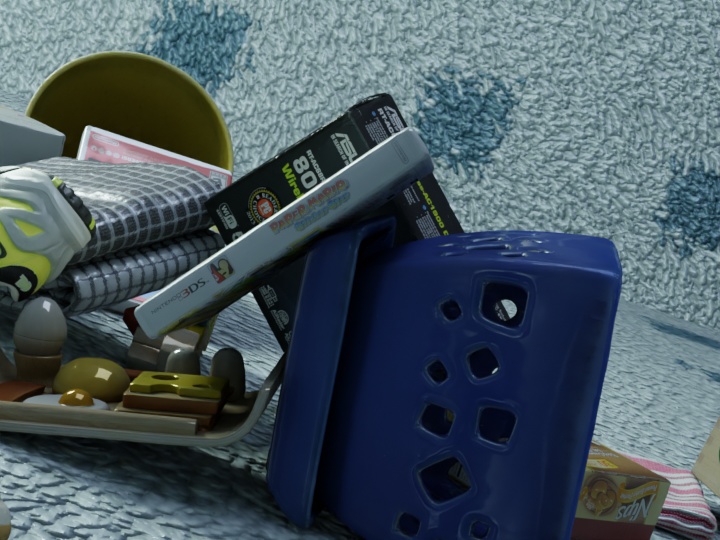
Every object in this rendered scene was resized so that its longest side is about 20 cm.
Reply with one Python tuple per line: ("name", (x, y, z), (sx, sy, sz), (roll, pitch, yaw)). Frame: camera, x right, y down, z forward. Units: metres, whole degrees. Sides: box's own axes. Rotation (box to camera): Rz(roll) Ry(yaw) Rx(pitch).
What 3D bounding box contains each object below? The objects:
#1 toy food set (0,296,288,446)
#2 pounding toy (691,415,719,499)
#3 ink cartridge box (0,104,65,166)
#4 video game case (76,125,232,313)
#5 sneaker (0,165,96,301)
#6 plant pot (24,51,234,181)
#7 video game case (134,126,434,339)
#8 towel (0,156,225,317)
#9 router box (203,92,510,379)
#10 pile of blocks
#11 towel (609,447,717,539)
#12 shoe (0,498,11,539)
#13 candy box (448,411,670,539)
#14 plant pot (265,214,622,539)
("toy food set", (-0.143, 0.054, 0.926), (0.198, 0.061, 0.144), (4, 6, 2))
("pounding toy", (0.370, 0.148, 1.257), (0.199, 0.143, 0.184), (27, 5, -10))
("ink cartridge box", (-0.352, -0.106, 1.317), (0.145, 0.088, 0.200), (14, 5, -32))
("video game case", (-0.188, -0.038, 1.379), (0.142, 0.017, 0.201), (17, 42, -14))
("sneaker", (-0.265, -0.030, 1.022), (0.199, 0.077, 0.076), (7, -40, 37))
("plant pot", (-0.236, -0.089, 1.514), (0.199, 0.201, 0.142), (17, -24, -15))
("video game case", (-0.037, -0.023, 0.940), (0.023, 0.181, 0.200), (57, 4, 0))
("towel", (-0.218, -0.035, 1.148), (0.199, 0.086, 0.165), (12, 20, 33))
("router box", (0.000, 0.000, 1.103), (0.062, 0.149, 0.201), (-30, 91, -55))
("pile of blocks", (-0.141, 0.027, 1.187), (0.062, 0.083, 0.200), (19, 7, -2))
("towel", (0.216, 0.165, 1.290), (0.145, 0.030, 0.200), (21, 7, 6))
("shoe", (-0.239, 0.070, 0.701), (0.199, 0.054, 0.070), (21, 7, 17))
("candy box", (0.111, 0.132, 1.150), (0.115, 0.056, 0.200), (13, 9, -43))
("plant pot", (0.050, 0.068, 0.945), (0.179, 0.201, 0.200), (12, 7, 7))
